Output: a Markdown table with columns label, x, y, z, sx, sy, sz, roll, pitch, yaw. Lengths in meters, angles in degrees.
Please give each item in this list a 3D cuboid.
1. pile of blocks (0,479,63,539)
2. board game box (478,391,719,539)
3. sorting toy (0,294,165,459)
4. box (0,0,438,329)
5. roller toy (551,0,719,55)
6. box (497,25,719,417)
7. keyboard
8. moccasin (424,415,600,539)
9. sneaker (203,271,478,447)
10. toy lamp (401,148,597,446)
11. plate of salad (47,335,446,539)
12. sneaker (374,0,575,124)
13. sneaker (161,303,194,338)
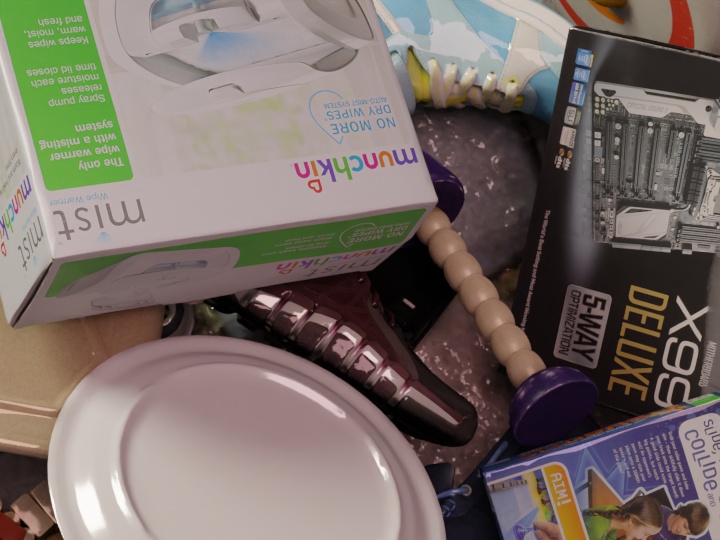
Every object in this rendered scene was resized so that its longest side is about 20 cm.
| label | x | y | z | sx | sy | sz | roll | pitch | yaw |
| --- | --- | --- | --- | --- | --- | --- | --- | --- | --- |
| pile of blocks | -0.178 | 0.149 | 1.002 | 0.199 | 0.062 | 0.082 | -6 | 75 | -12 |
| board game box | 0.154 | 0.178 | 0.992 | 0.135 | 0.034 | 0.201 | -17 | 90 | -1 |
| sorting toy | -0.192 | -0.004 | 0.943 | 0.199 | 0.036 | 0.186 | 14 | 69 | -18 |
| box | -0.089 | -0.079 | 0.937 | 0.199 | 0.097 | 0.177 | -8 | 71 | -26 |
| roller toy | 0.183 | -0.199 | 1.105 | 0.140 | 0.182 | 0.200 | -36 | 83 | -17 |
| box | 0.172 | -0.019 | 1.041 | 0.157 | 0.050 | 0.201 | 17 | 102 | 27 |
| keyboard | -0.042 | -0.024 | 1.100 | 0.200 | 0.040 | 0.104 | 39 | 50 | 2 |
| moccasin | 0.051 | 0.137 | 1.050 | 0.200 | 0.081 | 0.068 | -34 | 77 | -32 |
| sneaker | 0.000 | 0.000 | 1.023 | 0.200 | 0.076 | 0.116 | 35 | 75 | -6 |
| toy lamp | 0.058 | 0.004 | 1.053 | 0.058 | 0.058 | 0.200 | -22 | 53 | -16 |
| plate of salad | -0.054 | 0.114 | 0.911 | 0.199 | 0.048 | 0.201 | 15 | 42 | -14 |
| sneaker | 0.050 | -0.107 | 1.112 | 0.200 | 0.080 | 0.131 | 36 | 69 | 11 |
| sneaker | -0.169 | -0.030 | 1.050 | 0.200 | 0.071 | 0.073 | 37 | 71 | 1 |
